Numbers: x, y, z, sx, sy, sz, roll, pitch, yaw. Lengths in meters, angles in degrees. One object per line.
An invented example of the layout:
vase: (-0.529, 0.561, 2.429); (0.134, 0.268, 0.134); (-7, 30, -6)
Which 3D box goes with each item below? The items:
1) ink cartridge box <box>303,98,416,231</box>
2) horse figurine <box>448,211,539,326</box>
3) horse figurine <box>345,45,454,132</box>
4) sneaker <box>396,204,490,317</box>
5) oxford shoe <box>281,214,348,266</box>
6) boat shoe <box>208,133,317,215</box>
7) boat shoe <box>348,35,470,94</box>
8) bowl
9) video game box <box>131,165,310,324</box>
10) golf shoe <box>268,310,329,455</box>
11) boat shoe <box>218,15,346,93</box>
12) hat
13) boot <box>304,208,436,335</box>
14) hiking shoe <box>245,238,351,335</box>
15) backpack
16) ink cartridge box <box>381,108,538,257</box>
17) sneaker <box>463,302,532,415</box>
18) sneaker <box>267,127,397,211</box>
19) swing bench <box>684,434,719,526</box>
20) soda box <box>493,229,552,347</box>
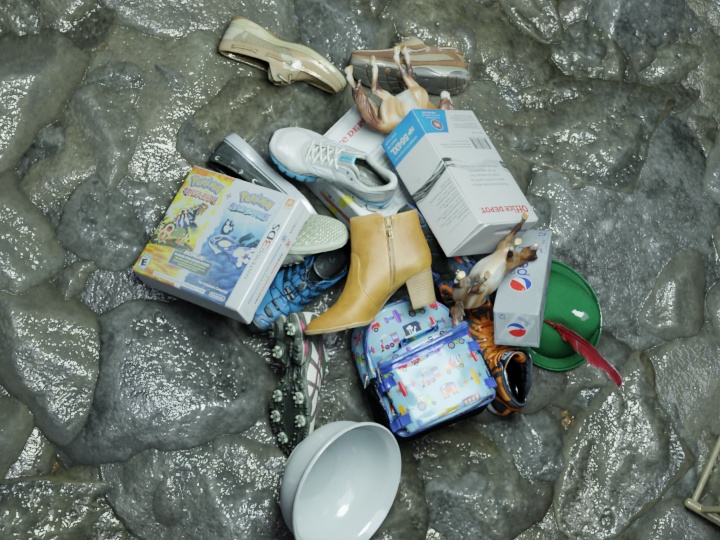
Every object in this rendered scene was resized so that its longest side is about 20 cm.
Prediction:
ink cartridge box: (0.023, -0.132, 1.677); (0.200, 0.083, 0.145); (46, 71, -1)
horse figurine: (0.178, 0.004, 1.553); (0.050, 0.133, 0.200); (41, 71, 14)
horse figurine: (0.052, -0.251, 1.634); (0.199, 0.050, 0.134); (-29, 98, -45)
sneaker: (0.117, -0.021, 1.627); (0.201, 0.075, 0.079); (50, 33, -24)
oxford shoe: (-0.109, -0.033, 1.602); (0.197, 0.058, 0.076); (-9, 39, 14)
boat shoe: (-0.139, -0.114, 1.645); (0.200, 0.069, 0.057); (44, 75, 5)
boat shoe: (0.074, -0.321, 1.745); (0.197, 0.076, 0.073); (5, 69, -20)
bowl: (-0.042, 0.286, 1.540); (0.199, 0.090, 0.204); (-21, 121, -38)
video game box: (-0.194, -0.040, 1.567); (0.198, 0.047, 0.184); (18, 67, 29)
golf shoe: (-0.077, 0.159, 1.588); (0.087, 0.076, 0.204); (-4, 96, -49)
boat shoe: (-0.117, -0.308, 1.695); (0.198, 0.071, 0.065); (26, 79, 1)
hat: (0.322, 0.057, 1.659); (0.200, 0.176, 0.166); (46, 71, 0)
boot: (0.001, 0.000, 1.551); (0.198, 0.071, 0.146); (-17, 90, -6)
hiking shoe: (-0.086, 0.014, 1.614); (0.199, 0.087, 0.075); (-41, 89, -19)
backpack: (0.084, 0.125, 1.604); (0.180, 0.135, 0.203); (-18, 75, -11)
ink cartridge box: (0.141, -0.125, 1.596); (0.145, 0.084, 0.202); (-5, 60, -47)
sneaker: (0.203, 0.110, 1.651); (0.077, 0.112, 0.203); (-20, 83, -18)
sneaker: (-0.034, -0.155, 1.580); (0.197, 0.087, 0.076); (21, 75, -7)
swing bench: (0.635, 0.322, 1.707); (0.199, 0.130, 0.200); (35, 71, -10)
soda box: (0.239, 0.022, 1.647); (0.067, 0.064, 0.201); (3, 39, 13)
